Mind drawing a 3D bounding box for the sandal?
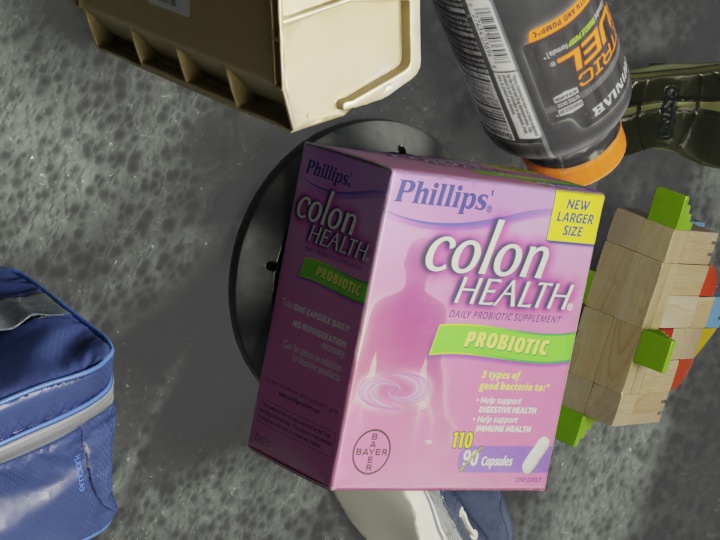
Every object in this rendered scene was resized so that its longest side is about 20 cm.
[{"bbox_3d":[0.219,-0.121,1.563,0.201,0.057,0.080,2,113,-29],"label":"sandal"}]

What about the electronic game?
[{"bbox_3d":[0.000,0.000,1.412,0.200,0.042,0.200,-11,108,-34],"label":"electronic game"}]

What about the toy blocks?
[{"bbox_3d":[0.220,0.034,1.614,0.137,0.100,0.200,1,108,-56],"label":"toy blocks"}]

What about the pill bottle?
[{"bbox_3d":[0.115,-0.146,1.412,0.106,0.106,0.200,-44,133,-21],"label":"pill bottle"}]

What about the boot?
[{"bbox_3d":[0.045,0.156,1.518,0.090,0.073,0.200,-56,139,-31],"label":"boot"}]

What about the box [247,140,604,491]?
[{"bbox_3d":[0.042,0.032,1.364,0.176,0.097,0.200,5,99,-37],"label":"box"}]

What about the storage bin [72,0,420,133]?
[{"bbox_3d":[-0.067,-0.198,1.148,0.094,0.200,0.199,-21,121,-35],"label":"storage bin"}]

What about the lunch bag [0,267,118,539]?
[{"bbox_3d":[-0.234,0.083,1.155,0.200,0.136,0.132,-22,126,-37],"label":"lunch bag"}]
